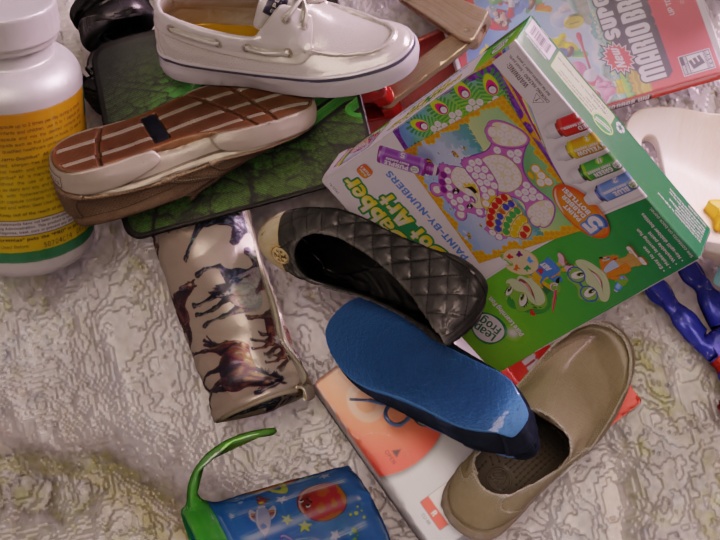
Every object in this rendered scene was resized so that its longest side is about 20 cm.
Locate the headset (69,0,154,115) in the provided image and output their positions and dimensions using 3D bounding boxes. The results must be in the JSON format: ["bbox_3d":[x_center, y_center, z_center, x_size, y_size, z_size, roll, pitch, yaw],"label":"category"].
[{"bbox_3d":[-0.198,-0.177,1.302,0.198,0.094,0.125,-8,77,8],"label":"headset"}]

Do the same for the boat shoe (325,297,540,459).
[{"bbox_3d":[0.046,0.086,1.176,0.084,0.069,0.200,-44,43,-6],"label":"boat shoe"}]

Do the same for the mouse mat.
[{"bbox_3d":[-0.098,-0.121,1.246,0.198,0.008,0.162,-15,75,4],"label":"mouse mat"}]

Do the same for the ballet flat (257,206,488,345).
[{"bbox_3d":[0.000,0.000,1.176,0.199,0.067,0.057,17,51,35],"label":"ballet flat"}]

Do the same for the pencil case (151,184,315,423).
[{"bbox_3d":[-0.098,0.020,1.256,0.089,0.078,0.201,-28,72,27],"label":"pencil case"}]

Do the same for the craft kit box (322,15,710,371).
[{"bbox_3d":[0.106,-0.046,1.159,0.200,0.197,0.049,47,41,-12],"label":"craft kit box"}]

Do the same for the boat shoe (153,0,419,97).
[{"bbox_3d":[-0.057,-0.177,1.205,0.198,0.070,0.071,6,48,13],"label":"boat shoe"}]

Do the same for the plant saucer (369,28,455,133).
[{"bbox_3d":[0.083,-0.091,1.288,0.198,0.037,0.201,-25,74,-2],"label":"plant saucer"}]

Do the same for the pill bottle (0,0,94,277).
[{"bbox_3d":[-0.260,-0.107,1.234,0.112,0.113,0.201,2,119,4],"label":"pill bottle"}]

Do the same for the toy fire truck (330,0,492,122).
[{"bbox_3d":[0.056,-0.210,1.264,0.199,0.049,0.142,-22,72,11],"label":"toy fire truck"}]

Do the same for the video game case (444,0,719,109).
[{"bbox_3d":[0.168,-0.188,1.280,0.198,0.017,0.144,-16,73,2],"label":"video game case"}]

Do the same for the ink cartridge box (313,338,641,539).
[{"bbox_3d":[0.089,0.095,1.249,0.199,0.050,0.163,-37,79,-1],"label":"ink cartridge box"}]

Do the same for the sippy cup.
[{"bbox_3d":[-0.046,0.210,1.199,0.130,0.179,0.140,-22,33,-11],"label":"sippy cup"}]

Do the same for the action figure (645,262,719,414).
[{"bbox_3d":[0.265,0.044,1.225,0.065,0.099,0.201,-32,80,-3],"label":"action figure"}]

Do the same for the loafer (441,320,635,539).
[{"bbox_3d":[0.139,0.112,1.201,0.076,0.068,0.200,38,69,5],"label":"loafer"}]

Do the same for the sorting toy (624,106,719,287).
[{"bbox_3d":[0.272,-0.055,1.216,0.179,0.107,0.201,19,45,8],"label":"sorting toy"}]

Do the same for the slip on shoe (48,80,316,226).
[{"bbox_3d":[-0.126,-0.084,1.211,0.199,0.061,0.076,-20,40,-12],"label":"slip on shoe"}]
